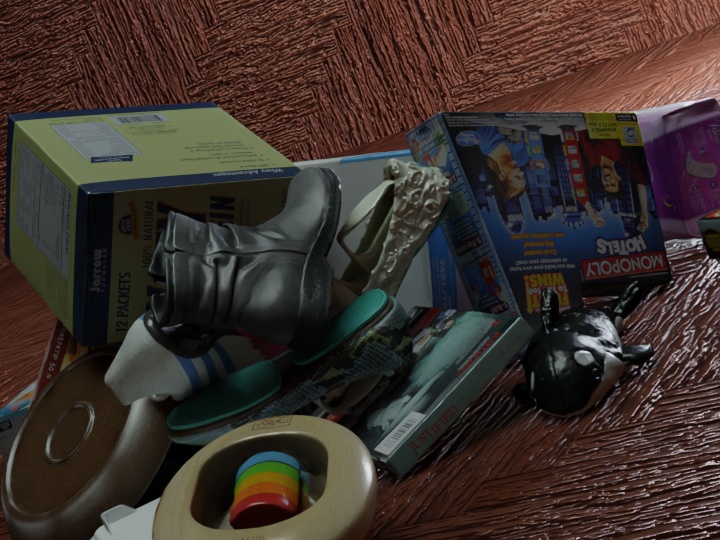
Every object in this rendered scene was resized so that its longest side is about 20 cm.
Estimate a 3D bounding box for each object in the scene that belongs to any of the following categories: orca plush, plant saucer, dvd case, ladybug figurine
[{"bbox_3d":[0.162,0.039,1.208,0.105,0.071,0.200,-15,12,36],"label":"orca plush"},{"bbox_3d":[-0.223,0.136,1.319,0.200,0.032,0.200,-30,41,29],"label":"plant saucer"},{"bbox_3d":[0.036,0.086,1.245,0.146,0.022,0.200,-46,14,-14],"label":"dvd case"},{"bbox_3d":[-0.053,0.153,0.992,0.135,0.072,0.200,-8,21,9],"label":"ladybug figurine"}]

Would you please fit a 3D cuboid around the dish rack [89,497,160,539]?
[{"bbox_3d":[-0.106,0.175,1.142,0.171,0.044,0.200,-24,10,-17],"label":"dish rack"}]

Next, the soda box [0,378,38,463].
[{"bbox_3d":[-0.308,0.145,1.675,0.063,0.069,0.200,-20,8,9],"label":"soda box"}]

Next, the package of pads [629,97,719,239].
[{"bbox_3d":[0.267,-0.089,1.544,0.076,0.121,0.200,-20,8,-22],"label":"package of pads"}]

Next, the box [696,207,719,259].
[{"bbox_3d":[0.397,-0.065,1.363,0.200,0.040,0.137,-26,11,-23],"label":"box"}]

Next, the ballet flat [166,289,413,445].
[{"bbox_3d":[-0.047,0.092,1.238,0.200,0.074,0.074,-29,9,1],"label":"ballet flat"}]

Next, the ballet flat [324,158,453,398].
[{"bbox_3d":[0.000,0.000,1.297,0.200,0.072,0.072,-62,13,-2],"label":"ballet flat"}]

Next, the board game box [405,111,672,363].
[{"bbox_3d":[0.151,-0.027,1.348,0.200,0.200,0.062,-2,-13,-29],"label":"board game box"}]

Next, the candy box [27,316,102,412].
[{"bbox_3d":[-0.228,0.086,1.508,0.055,0.116,0.200,17,-2,12],"label":"candy box"}]

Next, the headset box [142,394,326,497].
[{"bbox_3d":[-0.106,0.112,1.391,0.148,0.075,0.200,-12,14,45],"label":"headset box"}]

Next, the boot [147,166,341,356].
[{"bbox_3d":[-0.086,-0.025,1.238,0.131,0.070,0.200,14,35,-9],"label":"boot"}]

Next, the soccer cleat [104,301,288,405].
[{"bbox_3d":[-0.125,0.060,1.280,0.086,0.070,0.200,-48,-19,21],"label":"soccer cleat"}]

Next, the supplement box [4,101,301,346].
[{"bbox_3d":[-0.179,-0.047,1.414,0.200,0.135,0.200,-7,26,-28],"label":"supplement box"}]

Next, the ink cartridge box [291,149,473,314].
[{"bbox_3d":[0.045,-0.034,1.472,0.146,0.146,0.200,-4,4,33],"label":"ink cartridge box"}]
